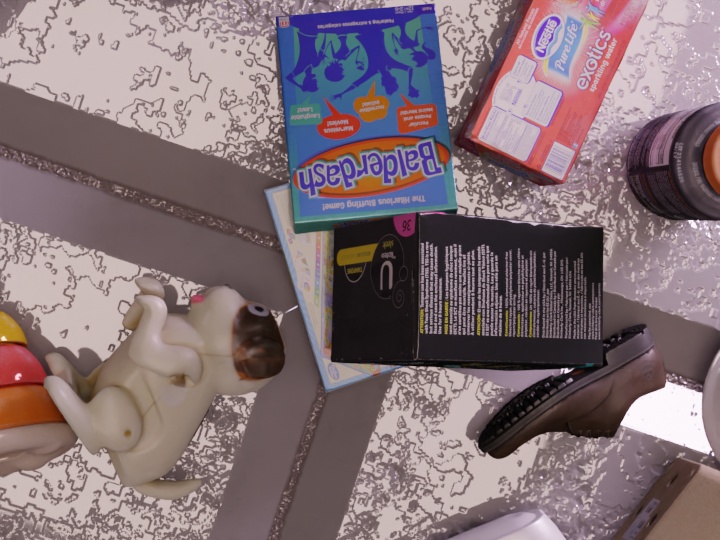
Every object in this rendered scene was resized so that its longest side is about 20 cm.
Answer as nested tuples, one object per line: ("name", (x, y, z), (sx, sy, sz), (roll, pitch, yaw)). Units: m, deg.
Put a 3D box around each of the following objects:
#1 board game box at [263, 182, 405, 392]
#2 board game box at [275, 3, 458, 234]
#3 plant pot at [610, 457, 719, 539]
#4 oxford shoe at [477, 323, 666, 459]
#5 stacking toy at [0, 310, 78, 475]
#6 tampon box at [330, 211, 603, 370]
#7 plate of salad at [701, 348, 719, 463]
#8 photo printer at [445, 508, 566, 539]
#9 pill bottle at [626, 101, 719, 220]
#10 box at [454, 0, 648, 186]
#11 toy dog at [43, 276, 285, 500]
("board game box", (0.000, 0.000, 1.266), (0.134, 0.034, 0.201), (-17, 94, -4))
("board game box", (0.004, -0.141, 1.230), (0.152, 0.045, 0.201), (-6, 79, -2))
("plant pot", (0.335, 0.283, 1.239), (0.177, 0.200, 0.200), (39, 89, 5))
("oxford shoe", (0.207, 0.135, 1.272), (0.200, 0.073, 0.085), (-28, 97, -3))
("stacking toy", (-0.346, 0.085, 1.210), (0.146, 0.146, 0.201), (-15, 76, -4))
("tampon box", (0.094, 0.022, 1.180), (0.199, 0.150, 0.127), (4, 83, -30))
("plate of salad", (0.430, 0.125, 1.305), (0.199, 0.048, 0.201), (0, 102, -2))
("photo printer", (0.122, 0.331, 1.274), (0.199, 0.069, 0.167), (-21, 94, -4))
("pill bottle", (0.319, -0.097, 1.207), (0.106, 0.200, 0.107), (0, 93, -5))
("box", (0.177, -0.189, 1.243), (0.102, 0.095, 0.201), (24, 90, -6))
("toy dog", (-0.162, 0.097, 1.206), (0.200, 0.140, 0.194), (-34, 95, -5))
